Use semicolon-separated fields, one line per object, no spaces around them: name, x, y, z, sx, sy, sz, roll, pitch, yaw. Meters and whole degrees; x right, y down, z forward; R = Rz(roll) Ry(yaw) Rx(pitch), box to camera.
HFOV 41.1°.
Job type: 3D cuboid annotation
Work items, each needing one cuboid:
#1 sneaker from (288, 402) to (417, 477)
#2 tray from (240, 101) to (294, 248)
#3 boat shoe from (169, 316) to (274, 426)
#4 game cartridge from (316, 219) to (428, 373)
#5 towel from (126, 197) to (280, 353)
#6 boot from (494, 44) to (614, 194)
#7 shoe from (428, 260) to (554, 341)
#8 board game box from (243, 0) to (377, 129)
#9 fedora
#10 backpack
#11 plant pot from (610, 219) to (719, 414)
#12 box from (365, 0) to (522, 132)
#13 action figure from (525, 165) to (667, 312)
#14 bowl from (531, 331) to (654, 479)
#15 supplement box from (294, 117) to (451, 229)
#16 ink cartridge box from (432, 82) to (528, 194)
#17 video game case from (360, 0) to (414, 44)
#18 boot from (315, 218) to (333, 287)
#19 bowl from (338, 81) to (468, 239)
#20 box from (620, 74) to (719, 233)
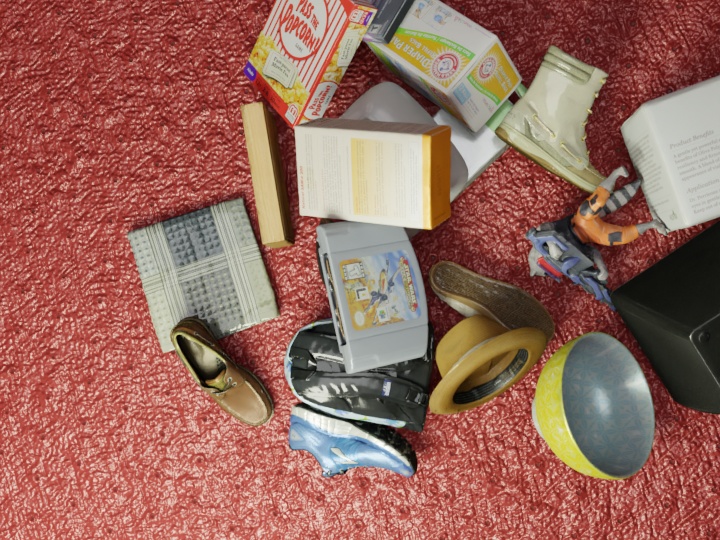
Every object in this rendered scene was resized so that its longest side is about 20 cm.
sneaker;-0.013;0.261;1.393;0.200;0.079;0.089;18;97;15
tray;-0.134;-0.136;1.401;0.037;0.099;0.200;-9;87;4
boat shoe;-0.206;0.158;1.397;0.072;0.068;0.200;-43;98;7
game cartridge;0.021;0.027;1.288;0.133;0.042;0.200;-11;86;-22
towel;-0.236;0.009;1.446;0.192;0.035;0.200;-17;84;2
boot;0.306;-0.205;1.340;0.200;0.072;0.155;29;98;-18
shoe;0.188;0.048;1.389;0.200;0.053;0.070;29;70;3
board game box;-0.076;-0.323;1.358;0.152;0.046;0.200;50;123;32
fedora;0.162;0.119;1.327;0.200;0.201;0.082;-33;63;4
backpack;-0.010;0.139;1.367;0.200;0.154;0.163;3;90;-16
plant pot;0.486;0.078;1.265;0.199;0.177;0.200;-34;103;4
box;0.110;-0.300;1.336;0.101;0.112;0.200;-49;56;2
action figure;0.327;-0.039;1.351;0.193;0.105;0.200;-30;124;25
bowl;0.304;0.193;1.328;0.108;0.200;0.200;-24;84;48
supplement box;0.017;-0.132;1.273;0.200;0.074;0.126;9;112;26
ink cartridge box;0.158;-0.198;1.392;0.200;0.059;0.104;-44;84;3
video game case;0.001;-0.395;1.369;0.200;0.019;0.143;22;78;42
boot;0.000;0.000;1.384;0.097;0.075;0.200;0;45;-23
bowl;0.027;-0.141;1.353;0.200;0.075;0.200;50;123;5
box;0.481;-0.164;1.288;0.199;0.200;0.172;-20;88;6
